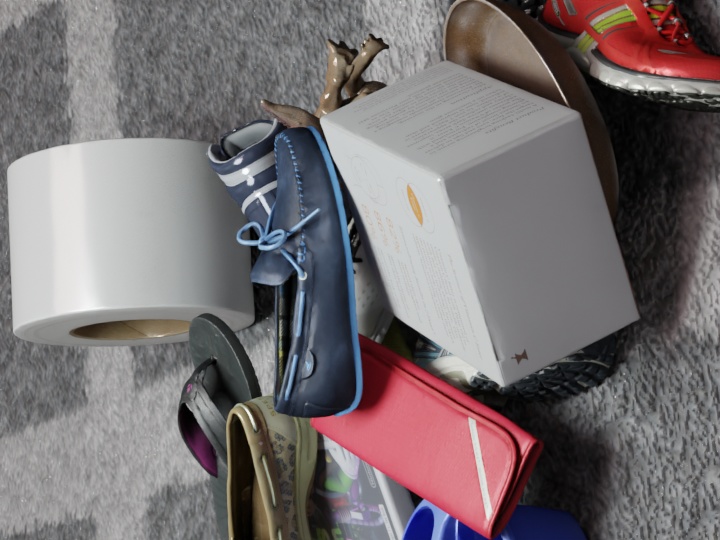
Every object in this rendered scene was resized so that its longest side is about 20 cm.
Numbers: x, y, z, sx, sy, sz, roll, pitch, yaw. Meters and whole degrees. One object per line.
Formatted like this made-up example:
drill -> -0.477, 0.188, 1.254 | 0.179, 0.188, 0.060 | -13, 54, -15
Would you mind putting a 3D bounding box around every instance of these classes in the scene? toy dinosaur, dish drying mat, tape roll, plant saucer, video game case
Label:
toy dinosaur -> -0.003, -0.092, 1.729 | 0.086, 0.200, 0.136 | 39, 120, 22
dish drying mat -> 0.040, 0.110, 1.620 | 0.200, 0.018, 0.077 | 29, 98, 45
tape roll -> -0.189, -0.019, 1.957 | 0.202, 0.202, 0.140 | -19, 71, 54
plant saucer -> 0.118, -0.095, 1.589 | 0.201, 0.032, 0.201 | 54, 160, 30
video game case -> -0.011, 0.198, 1.766 | 0.181, 0.023, 0.201 | -9, 103, 57

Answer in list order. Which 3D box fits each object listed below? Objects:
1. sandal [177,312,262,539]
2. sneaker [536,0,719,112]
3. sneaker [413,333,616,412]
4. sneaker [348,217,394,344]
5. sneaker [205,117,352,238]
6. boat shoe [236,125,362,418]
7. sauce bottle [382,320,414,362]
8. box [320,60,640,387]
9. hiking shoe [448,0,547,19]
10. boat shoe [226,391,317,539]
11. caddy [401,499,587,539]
sandal -> -0.104, 0.133, 1.792 | 0.075, 0.048, 0.202 | 9, 112, 50
sneaker -> 0.181, -0.158, 1.531 | 0.200, 0.077, 0.085 | 33, 107, 51
sneaker -> 0.098, 0.044, 1.638 | 0.200, 0.077, 0.087 | -19, 62, 50
sneaker -> 0.000, 0.000, 1.721 | 0.200, 0.080, 0.074 | -49, 51, 12
sneaker -> -0.058, -0.068, 1.786 | 0.109, 0.070, 0.200 | 58, -172, -6
boat shoe -> -0.043, 0.002, 1.628 | 0.084, 0.068, 0.201 | 148, 114, -76
sauce bottle -> 0.004, 0.060, 1.785 | 0.065, 0.064, 0.201 | -57, 43, 36
box -> 0.076, -0.036, 1.564 | 0.200, 0.106, 0.153 | 32, 144, 62
hiking shoe -> 0.120, -0.241, 1.642 | 0.200, 0.075, 0.101 | 116, 179, -53
boat shoe -> -0.075, 0.186, 1.742 | 0.073, 0.062, 0.201 | 16, 109, 47
caddy -> 0.084, 0.246, 1.611 | 0.141, 0.104, 0.201 | -19, 72, 55
